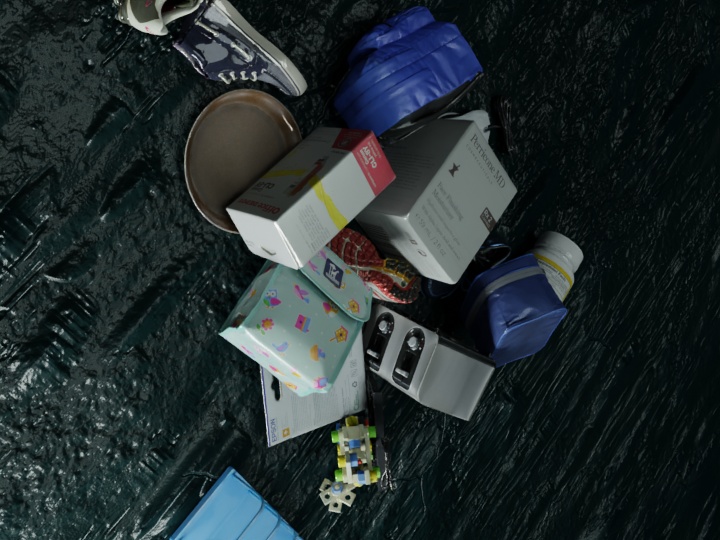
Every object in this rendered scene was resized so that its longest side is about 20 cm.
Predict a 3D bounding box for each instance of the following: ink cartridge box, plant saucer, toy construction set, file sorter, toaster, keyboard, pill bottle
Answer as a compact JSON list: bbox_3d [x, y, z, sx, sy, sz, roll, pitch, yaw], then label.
[{"bbox_3d":[-0.081,0.156,1.328,0.197,0.043,0.201,-14,109,-32],"label":"ink cartridge box"},{"bbox_3d":[-0.169,-0.157,1.188,0.197,0.032,0.205,-11,108,-38],"label":"plant saucer"},{"bbox_3d":[-0.013,0.317,1.355,0.090,0.201,0.134,0,57,-15],"label":"toy construction set"},{"bbox_3d":[-0.164,0.434,1.275,0.139,0.122,0.201,-49,125,-20],"label":"file sorter"},{"bbox_3d":[-0.071,-0.109,1.165,0.200,0.144,0.084,-45,123,-21],"label":"ink cartridge box"},{"bbox_3d":[0.114,0.153,1.399,0.198,0.180,0.121,25,91,-40],"label":"toaster"},{"bbox_3d":[0.029,0.284,1.387,0.020,0.127,0.204,-10,116,-12],"label":"keyboard"},{"bbox_3d":[0.342,0.032,1.596,0.114,0.113,0.202,46,72,-36],"label":"pill bottle"}]

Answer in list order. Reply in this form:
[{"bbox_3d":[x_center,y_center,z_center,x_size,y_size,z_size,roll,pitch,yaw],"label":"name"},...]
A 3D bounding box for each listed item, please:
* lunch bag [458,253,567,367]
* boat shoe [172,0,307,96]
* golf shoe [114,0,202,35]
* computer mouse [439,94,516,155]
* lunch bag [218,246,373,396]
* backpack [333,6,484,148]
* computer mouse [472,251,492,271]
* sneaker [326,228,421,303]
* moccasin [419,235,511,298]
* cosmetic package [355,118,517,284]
[{"bbox_3d":[0.255,0.069,1.435,0.133,0.134,0.201,-16,153,-17],"label":"lunch bag"},{"bbox_3d":[-0.168,-0.286,1.140,0.199,0.074,0.094,39,83,-30],"label":"boat shoe"},{"bbox_3d":[-0.220,-0.373,1.048,0.201,0.087,0.078,-50,159,-15],"label":"golf shoe"},{"bbox_3d":[0.208,-0.246,1.464,0.197,0.043,0.112,-17,112,-35],"label":"computer mouse"},{"bbox_3d":[-0.081,0.054,1.212,0.170,0.121,0.202,40,65,-17],"label":"lunch bag"},{"bbox_3d":[0.052,-0.286,1.259,0.199,0.162,0.169,-38,91,-24],"label":"backpack"},{"bbox_3d":[0.211,-0.103,1.469,0.108,0.044,0.203,30,63,-10],"label":"computer mouse"},{"bbox_3d":[0.000,0.000,1.336,0.198,0.082,0.079,33,68,-21],"label":"sneaker"},{"bbox_3d":[0.191,-0.014,1.490,0.198,0.068,0.082,-35,120,-27],"label":"moccasin"},{"bbox_3d":[0.115,-0.118,1.340,0.202,0.164,0.165,-54,127,-16],"label":"cosmetic package"}]
